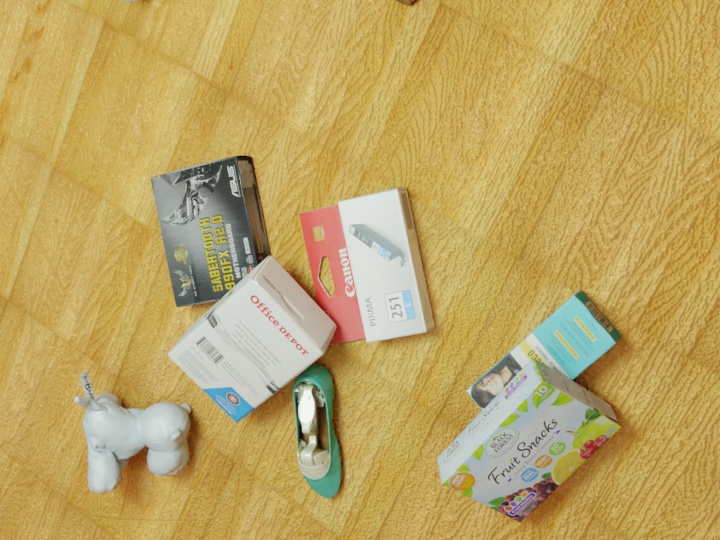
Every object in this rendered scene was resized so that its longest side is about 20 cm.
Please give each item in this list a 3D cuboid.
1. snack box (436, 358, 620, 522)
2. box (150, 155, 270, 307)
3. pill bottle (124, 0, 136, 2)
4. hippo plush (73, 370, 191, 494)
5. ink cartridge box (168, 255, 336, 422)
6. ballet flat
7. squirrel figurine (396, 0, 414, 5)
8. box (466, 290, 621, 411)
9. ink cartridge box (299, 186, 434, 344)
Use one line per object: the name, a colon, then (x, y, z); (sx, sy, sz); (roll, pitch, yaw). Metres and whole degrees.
snack box: (0.214, 0.222, 1.294); (0.141, 0.053, 0.201); (30, 115, -21)
box: (-0.219, -0.057, 1.496); (0.157, 0.048, 0.203); (-9, 93, 24)
pill bottle: (-0.391, -0.489, 1.482); (0.200, 0.112, 0.113); (41, 111, 14)
hippo plush: (-0.343, 0.242, 1.562); (0.159, 0.160, 0.202); (-4, 113, -6)
ink cartridge box: (-0.154, 0.100, 1.438); (0.200, 0.084, 0.146); (-39, 100, 28)
ballet flat: (-0.070, 0.239, 1.456); (0.067, 0.070, 0.203); (-1, 97, 24)
squirrel figurine: (-0.005, -0.451, 1.273); (0.199, 0.186, 0.142); (35, 109, 16)
box: (0.238, 0.122, 1.315); (0.200, 0.049, 0.082); (-45, 78, 22)
ink cartridge box: (0.000, 0.000, 1.409); (0.174, 0.045, 0.203); (-11, 92, 24)
